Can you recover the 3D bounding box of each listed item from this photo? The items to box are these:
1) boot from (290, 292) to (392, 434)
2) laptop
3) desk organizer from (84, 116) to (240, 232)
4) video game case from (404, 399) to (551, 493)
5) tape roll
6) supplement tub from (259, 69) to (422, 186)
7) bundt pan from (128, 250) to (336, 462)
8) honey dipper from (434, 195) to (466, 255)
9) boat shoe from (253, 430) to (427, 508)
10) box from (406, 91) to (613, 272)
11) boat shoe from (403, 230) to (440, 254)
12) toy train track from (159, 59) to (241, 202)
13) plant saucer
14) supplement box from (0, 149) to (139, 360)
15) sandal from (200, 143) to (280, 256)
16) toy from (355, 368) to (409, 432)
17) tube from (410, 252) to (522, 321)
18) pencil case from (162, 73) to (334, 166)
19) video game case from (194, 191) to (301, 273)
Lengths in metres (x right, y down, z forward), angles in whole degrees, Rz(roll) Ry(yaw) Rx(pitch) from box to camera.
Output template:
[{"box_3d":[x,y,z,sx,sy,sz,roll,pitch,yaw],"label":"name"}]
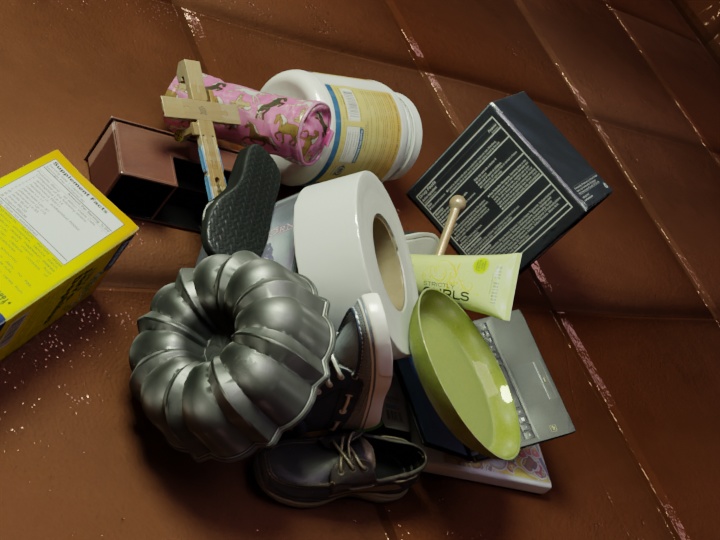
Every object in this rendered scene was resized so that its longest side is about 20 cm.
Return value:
[{"box_3d":[-0.024,0.098,0.949,0.090,0.200,0.073,-9,52,-11],"label":"boot"},{"box_3d":[0.133,0.117,1.160,0.200,0.103,0.177,-14,59,-10],"label":"laptop"},{"box_3d":[-0.198,-0.098,1.123,0.200,0.072,0.077,11,49,-38],"label":"desk organizer"},{"box_3d":[0.133,0.173,1.219,0.200,0.023,0.182,18,43,-33],"label":"video game case"},{"box_3d":[0.000,0.000,1.054,0.202,0.071,0.203,-15,90,-74],"label":"tape roll"},{"box_3d":[-0.029,-0.181,1.311,0.200,0.145,0.145,-3,56,-46],"label":"supplement tub"},{"box_3d":[-0.127,0.066,0.906,0.076,0.202,0.202,49,22,-48],"label":"bundt pan"},{"box_3d":[0.098,-0.011,1.285,0.038,0.038,0.200,31,64,-19],"label":"honey dipper"},{"box_3d":[-0.016,0.189,1.009,0.200,0.073,0.075,7,49,-41],"label":"boat shoe"},{"box_3d":[0.213,-0.113,1.435,0.198,0.200,0.123,50,36,7],"label":"box"},{"box_3d":[0.017,-0.023,1.271,0.200,0.060,0.074,-8,99,-43],"label":"boat shoe"},{"box_3d":[-0.173,-0.128,1.087,0.115,0.033,0.200,-3,78,-54],"label":"toy train track"},{"box_3d":[0.106,0.114,1.066,0.200,0.031,0.200,47,25,-31],"label":"plant saucer"},{"box_3d":[-0.311,-0.003,0.880,0.109,0.110,0.200,44,36,-1],"label":"supplement box"},{"box_3d":[-0.130,-0.060,1.057,0.075,0.048,0.201,53,28,-23],"label":"sandal"},{"box_3d":[-0.016,0.091,1.133,0.115,0.047,0.200,18,44,-37],"label":"toy"},{"box_3d":[0.100,0.009,1.173,0.052,0.200,0.058,-38,121,-37],"label":"tube"},{"box_3d":[-0.133,-0.180,1.182,0.200,0.083,0.087,16,43,22],"label":"pencil case"},{"box_3d":[-0.119,0.002,1.044,0.019,0.143,0.200,55,26,-34],"label":"video game case"}]
